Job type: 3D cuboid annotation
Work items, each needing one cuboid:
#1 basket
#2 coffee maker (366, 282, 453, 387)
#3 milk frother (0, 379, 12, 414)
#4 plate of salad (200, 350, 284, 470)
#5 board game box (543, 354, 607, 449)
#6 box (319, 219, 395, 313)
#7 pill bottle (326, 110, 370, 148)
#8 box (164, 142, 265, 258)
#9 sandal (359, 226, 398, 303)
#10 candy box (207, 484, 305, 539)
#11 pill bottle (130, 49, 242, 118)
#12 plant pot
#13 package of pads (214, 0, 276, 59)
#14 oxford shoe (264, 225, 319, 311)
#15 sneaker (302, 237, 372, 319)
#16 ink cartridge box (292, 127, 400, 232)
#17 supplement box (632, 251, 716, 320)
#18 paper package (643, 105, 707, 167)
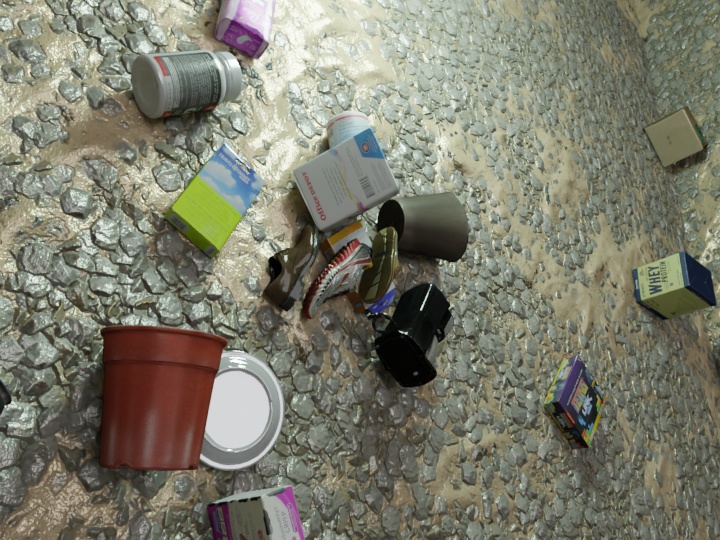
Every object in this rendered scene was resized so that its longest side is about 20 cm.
[{"bbox_3d":[0.148,-0.113,1.507,0.196,0.135,0.185,1,69,-36],"label":"basket"},{"bbox_3d":[0.119,0.119,1.355,0.201,0.131,0.196,-57,138,-51],"label":"coffee maker"},{"bbox_3d":[-0.534,0.237,0.794,0.189,0.177,0.204,-50,148,-40],"label":"milk frother"},{"bbox_3d":[-0.228,0.247,1.089,0.195,0.048,0.206,9,72,-28],"label":"plate of salad"},{"bbox_3d":[0.613,0.371,1.743,0.167,0.056,0.200,53,47,-11],"label":"board game box"},{"bbox_3d":[0.000,0.000,1.394,0.118,0.041,0.204,-32,96,-43],"label":"box"},{"bbox_3d":[-0.013,-0.259,1.445,0.107,0.108,0.206,0,72,-39],"label":"pill bottle"},{"bbox_3d":[-0.281,-0.141,1.207,0.122,0.047,0.203,42,50,-20],"label":"box"},{"bbox_3d":[0.053,-0.008,1.375,0.054,0.079,0.204,51,40,-39],"label":"sandal"},{"bbox_3d":[-0.162,0.422,0.965,0.060,0.198,0.140,-7,76,-40],"label":"candy box"},{"bbox_3d":[-0.338,-0.373,1.213,0.198,0.113,0.116,-25,88,-43],"label":"pill bottle"},{"bbox_3d":[-0.313,0.202,0.951,0.197,0.199,0.201,13,72,-35],"label":"plant pot"},{"bbox_3d":[-0.258,-0.599,1.404,0.118,0.075,0.205,20,60,-29],"label":"package of pads"},{"bbox_3d":[-0.141,-0.024,1.262,0.084,0.072,0.203,34,52,-18],"label":"oxford shoe"},{"bbox_3d":[-0.045,0.026,1.290,0.082,0.078,0.201,44,70,-10],"label":"sneaker"},{"bbox_3d":[-0.030,-0.193,1.342,0.148,0.196,0.085,64,5,3],"label":"ink cartridge box"},{"bbox_3d":[1.129,0.059,2.214,0.197,0.198,0.138,25,57,-29],"label":"supplement box"},{"bbox_3d":[1.403,-0.597,2.733,0.103,0.189,0.204,-30,92,-42],"label":"paper package"}]
